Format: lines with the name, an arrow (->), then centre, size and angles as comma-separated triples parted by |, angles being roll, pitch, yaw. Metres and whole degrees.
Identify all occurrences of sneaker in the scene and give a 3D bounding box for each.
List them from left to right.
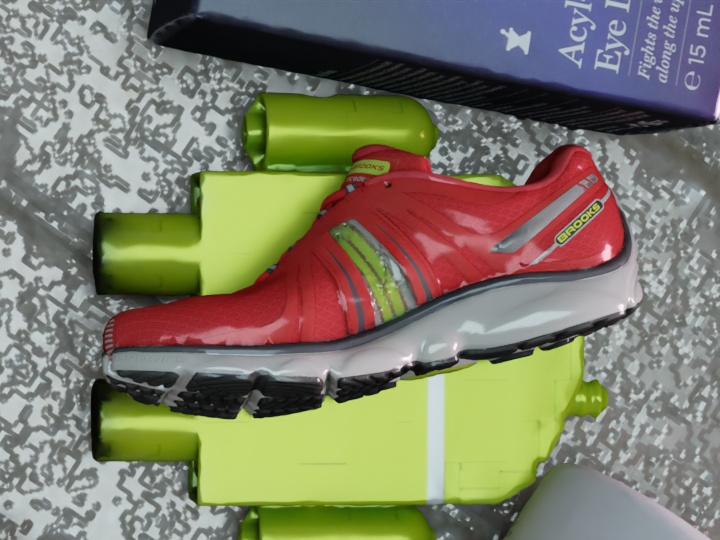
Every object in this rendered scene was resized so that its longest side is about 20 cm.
sneaker -> 0.000, 0.000, 0.846 | 0.199, 0.077, 0.086 | -12, 81, -18

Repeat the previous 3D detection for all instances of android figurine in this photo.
android figurine -> -0.001, 0.025, 0.893 | 0.198, 0.041, 0.184 | -1, 90, -13

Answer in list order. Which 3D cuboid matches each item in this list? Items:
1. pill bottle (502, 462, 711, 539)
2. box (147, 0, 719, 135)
pill bottle -> 0.064, 0.181, 0.870 | 0.114, 0.114, 0.201 | 36, 82, -10
box -> 0.034, -0.138, 0.870 | 0.198, 0.104, 0.149 | 9, 88, -13
